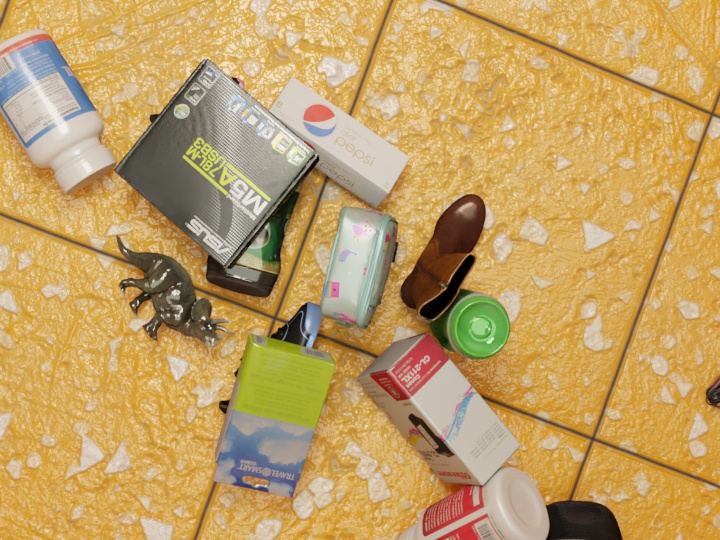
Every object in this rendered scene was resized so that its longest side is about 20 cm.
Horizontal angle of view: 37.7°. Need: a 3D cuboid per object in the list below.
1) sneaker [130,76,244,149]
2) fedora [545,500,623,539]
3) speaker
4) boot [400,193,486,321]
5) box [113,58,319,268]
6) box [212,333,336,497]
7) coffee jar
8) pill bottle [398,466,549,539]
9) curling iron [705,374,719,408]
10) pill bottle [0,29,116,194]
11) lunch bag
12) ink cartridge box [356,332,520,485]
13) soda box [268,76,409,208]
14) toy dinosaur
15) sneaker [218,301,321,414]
[{"bbox_3d":[-0.241,-0.197,1.439,0.087,0.074,0.200,41,93,-11],"label":"sneaker"},{"bbox_3d":[0.305,0.379,1.477,0.198,0.201,0.093,6,58,-5],"label":"fedora"},{"bbox_3d":[0.144,0.070,1.417,0.087,0.200,0.090,0,92,-5],"label":"speaker"},{"bbox_3d":[0.121,-0.024,1.412,0.068,0.200,0.189,42,88,-4],"label":"boot"},{"bbox_3d":[-0.187,-0.139,1.382,0.200,0.048,0.194,41,89,2],"label":"box"},{"bbox_3d":[-0.119,0.196,1.423,0.121,0.048,0.202,15,103,-14],"label":"box"},{"bbox_3d":[-0.144,-0.068,1.446,0.103,0.085,0.202,16,90,-4],"label":"coffee jar"},{"bbox_3d":[0.149,0.356,1.436,0.199,0.112,0.113,-36,95,32],"label":"pill bottle"},{"bbox_3d":[0.577,0.126,1.539,0.200,0.026,0.049,-48,58,-5],"label":"curling iron"},{"bbox_3d":[-0.413,-0.207,1.407,0.112,0.112,0.201,-32,95,-3],"label":"pill bottle"},{"bbox_3d":[0.000,0.000,1.407,0.076,0.200,0.162,12,90,6],"label":"lunch bag"},{"bbox_3d":[0.104,0.192,1.438,0.083,0.146,0.200,-41,94,-19],"label":"ink cartridge box"},{"bbox_3d":[-0.036,-0.175,1.453,0.199,0.064,0.068,34,66,-4],"label":"soda box"},{"bbox_3d":[-0.268,0.031,1.456,0.102,0.077,0.201,-33,89,-15],"label":"toy dinosaur"},{"bbox_3d":[-0.124,0.126,1.462,0.077,0.070,0.202,27,91,-12],"label":"sneaker"}]
